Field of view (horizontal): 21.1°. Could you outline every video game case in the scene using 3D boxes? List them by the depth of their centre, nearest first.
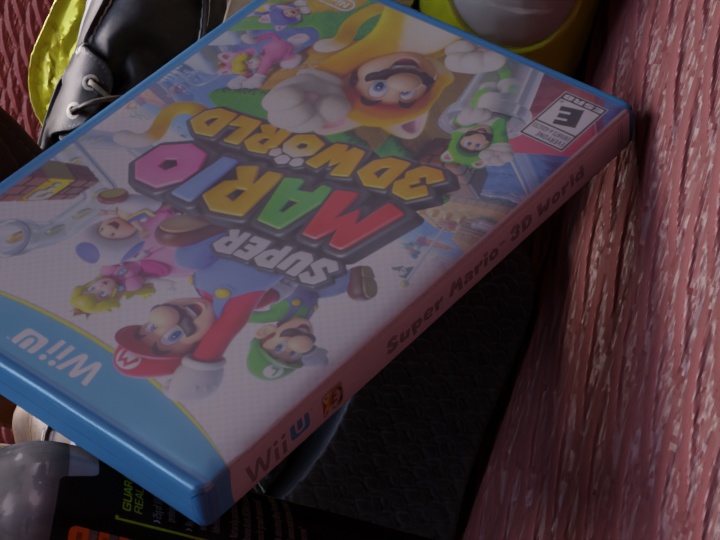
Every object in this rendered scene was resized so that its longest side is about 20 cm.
[{"bbox_3d":[-0.030,-0.020,0.599,0.200,0.143,0.018,-41,-37,-31],"label":"video game case"}]

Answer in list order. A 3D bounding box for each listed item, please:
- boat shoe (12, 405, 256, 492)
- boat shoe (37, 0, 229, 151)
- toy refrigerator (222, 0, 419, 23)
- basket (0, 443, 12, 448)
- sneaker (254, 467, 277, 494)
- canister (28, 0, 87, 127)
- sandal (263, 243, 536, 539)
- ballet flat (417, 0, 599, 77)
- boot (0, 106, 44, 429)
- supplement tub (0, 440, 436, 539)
[{"bbox_3d":[-0.067,0.110,0.736,0.072,0.072,0.201,-48,-45,-28],"label":"boat shoe"},{"bbox_3d":[-0.105,-0.056,0.816,0.066,0.070,0.201,-74,10,-71],"label":"boat shoe"},{"bbox_3d":[-0.023,-0.070,0.796,0.076,0.070,0.200,-61,-3,-37],"label":"toy refrigerator"},{"bbox_3d":[-0.134,0.205,0.835,0.161,0.197,0.201,124,159,-50],"label":"basket"},{"bbox_3d":[0.000,0.000,0.748,0.078,0.090,0.200,54,141,32],"label":"sneaker"},{"bbox_3d":[-0.055,-0.123,0.940,0.149,0.086,0.200,-59,-17,18],"label":"canister"},{"bbox_3d":[0.004,0.072,0.691,0.201,0.076,0.043,-62,15,7],"label":"sandal"},{"bbox_3d":[0.064,-0.140,0.678,0.067,0.067,0.201,-6,-64,-79],"label":"ballet flat"},{"bbox_3d":[-0.133,0.008,0.691,0.155,0.199,0.074,130,146,-55],"label":"boot"},{"bbox_3d":[-0.052,0.121,0.558,0.123,0.199,0.123,-163,90,-79],"label":"supplement tub"}]
